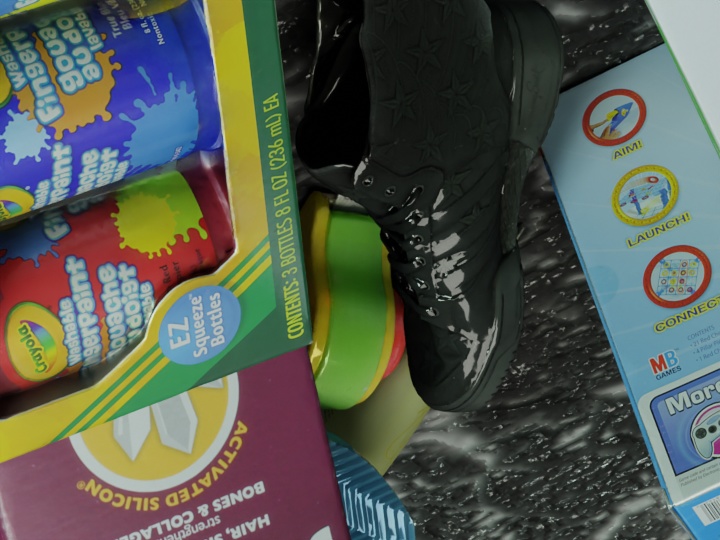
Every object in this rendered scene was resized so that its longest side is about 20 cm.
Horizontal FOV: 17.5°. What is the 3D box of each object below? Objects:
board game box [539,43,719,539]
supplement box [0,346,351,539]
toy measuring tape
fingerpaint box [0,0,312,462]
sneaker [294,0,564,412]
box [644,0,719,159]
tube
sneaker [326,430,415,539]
[{"bbox_3d":[0.186,-0.018,0.901,0.199,0.197,0.056,-25,143,12],"label":"board game box"},{"bbox_3d":[-0.089,0.067,0.863,0.130,0.103,0.201,-21,108,-23],"label":"supplement box"},{"bbox_3d":[0.000,0.000,0.958,0.073,0.074,0.200,7,137,-28],"label":"toy measuring tape"},{"bbox_3d":[-0.109,-0.046,0.703,0.166,0.073,0.201,-20,125,-22],"label":"fingerpaint box"},{"bbox_3d":[0.015,-0.038,0.879,0.104,0.060,0.201,-3,114,-33],"label":"sneaker"},{"bbox_3d":[0.175,-0.136,0.808,0.176,0.097,0.200,-25,131,10],"label":"box"},{"bbox_3d":[0.008,0.061,1.049,0.052,0.058,0.200,10,136,-30],"label":"tube"},{"bbox_3d":[-0.061,0.077,0.982,0.200,0.081,0.077,33,95,-18],"label":"sneaker"}]
